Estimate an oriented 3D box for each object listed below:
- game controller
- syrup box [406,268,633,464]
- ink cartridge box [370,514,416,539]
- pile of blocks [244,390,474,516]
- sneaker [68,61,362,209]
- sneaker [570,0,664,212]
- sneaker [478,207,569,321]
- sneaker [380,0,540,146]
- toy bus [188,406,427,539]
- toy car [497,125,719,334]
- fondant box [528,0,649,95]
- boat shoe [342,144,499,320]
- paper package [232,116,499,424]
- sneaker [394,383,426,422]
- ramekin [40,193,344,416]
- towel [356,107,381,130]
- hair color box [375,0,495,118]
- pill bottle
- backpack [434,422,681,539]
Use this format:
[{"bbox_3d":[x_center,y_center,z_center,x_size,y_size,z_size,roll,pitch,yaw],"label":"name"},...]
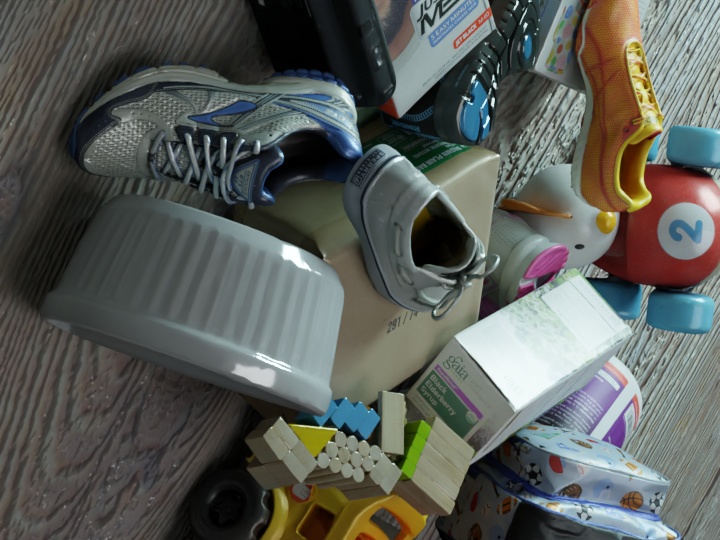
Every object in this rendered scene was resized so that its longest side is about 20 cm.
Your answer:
[{"bbox_3d":[-0.037,-0.189,1.163,0.042,0.104,0.201,-46,144,-23],"label":"game controller"},{"bbox_3d":[0.134,0.077,1.442,0.200,0.079,0.082,-26,160,-49],"label":"syrup box"},{"bbox_3d":[0.019,0.308,1.496,0.146,0.199,0.085,-44,143,-26],"label":"ink cartridge box"},{"bbox_3d":[-0.009,0.132,1.293,0.199,0.062,0.083,17,68,-37],"label":"pile of blocks"},{"bbox_3d":[-0.087,-0.083,1.132,0.199,0.085,0.077,-8,138,-20],"label":"sneaker"},{"bbox_3d":[0.224,-0.149,1.466,0.073,0.077,0.201,-19,113,-45],"label":"sneaker"},{"bbox_3d":[0.126,0.000,1.545,0.081,0.088,0.200,-39,163,-19],"label":"sneaker"},{"bbox_3d":[0.082,-0.170,1.340,0.200,0.081,0.074,-54,141,-45],"label":"sneaker"},{"bbox_3d":[-0.017,0.202,1.385,0.201,0.191,0.136,-56,145,-13],"label":"toy bus"},{"bbox_3d":[0.217,-0.045,1.572,0.199,0.176,0.186,3,95,-38],"label":"toy car"},{"bbox_3d":[0.197,-0.257,1.485,0.144,0.058,0.201,10,103,-56],"label":"fondant box"},{"bbox_3d":[0.055,-0.012,1.209,0.075,0.086,0.202,-49,153,-13],"label":"boat shoe"},{"bbox_3d":[0.000,0.000,1.330,0.200,0.103,0.192,-31,142,-37],"label":"paper package"},{"bbox_3d":[0.061,0.134,1.570,0.200,0.086,0.075,63,14,-68],"label":"sneaker"},{"bbox_3d":[-0.102,0.020,1.147,0.202,0.201,0.095,29,77,-57],"label":"ramekin"},{"bbox_3d":[0.014,-0.194,1.309,0.152,0.023,0.201,-29,135,-40],"label":"towel"},{"bbox_3d":[0.018,-0.219,1.218,0.111,0.064,0.201,-44,138,-19],"label":"hair color box"},{"bbox_3d":[0.187,0.165,1.682,0.200,0.112,0.113,-44,144,-46],"label":"pill bottle"},{"bbox_3d":[0.158,0.209,1.487,0.199,0.190,0.155,21,85,-28],"label":"backpack"}]
